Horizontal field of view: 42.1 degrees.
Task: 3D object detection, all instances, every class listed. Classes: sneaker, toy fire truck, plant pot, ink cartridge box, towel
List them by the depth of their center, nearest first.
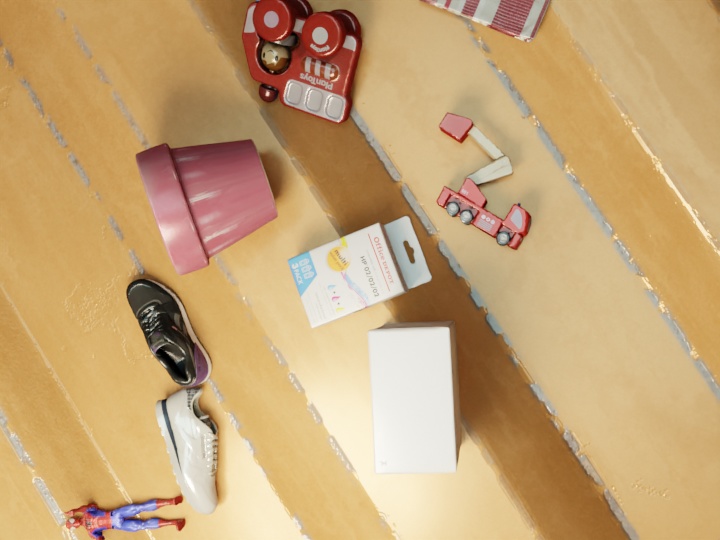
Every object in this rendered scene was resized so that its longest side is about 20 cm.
[{"bbox_3d":[0.188,-0.138,1.440,0.199,0.049,0.142,31,94,8],"label":"toy fire truck"},{"bbox_3d":[-0.230,-0.113,1.447,0.177,0.200,0.202,-19,86,-7],"label":"plant pot"},{"bbox_3d":[0.203,-0.455,1.456,0.198,0.023,0.145,23,91,7],"label":"towel"},{"bbox_3d":[0.000,0.000,1.459,0.198,0.068,0.116,-22,86,8],"label":"ink cartridge box"},{"bbox_3d":[-0.096,-0.334,1.467,0.198,0.112,0.170,19,111,10],"label":"toy fire truck"},{"bbox_3d":[-0.314,0.096,1.499,0.076,0.088,0.201,-38,84,7],"label":"sneaker"},{"bbox_3d":[-0.261,0.290,1.500,0.080,0.076,0.202,-20,88,-1],"label":"sneaker"}]

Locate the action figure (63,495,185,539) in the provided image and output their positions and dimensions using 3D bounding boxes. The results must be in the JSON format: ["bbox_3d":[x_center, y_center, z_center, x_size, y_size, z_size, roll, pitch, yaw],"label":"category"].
[{"bbox_3d":[-0.394,0.405,1.508,0.197,0.099,0.066,-8,87,11],"label":"action figure"}]

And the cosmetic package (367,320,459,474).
[{"bbox_3d":[0.084,0.180,1.378,0.121,0.200,0.202,-3,90,9],"label":"cosmetic package"}]
